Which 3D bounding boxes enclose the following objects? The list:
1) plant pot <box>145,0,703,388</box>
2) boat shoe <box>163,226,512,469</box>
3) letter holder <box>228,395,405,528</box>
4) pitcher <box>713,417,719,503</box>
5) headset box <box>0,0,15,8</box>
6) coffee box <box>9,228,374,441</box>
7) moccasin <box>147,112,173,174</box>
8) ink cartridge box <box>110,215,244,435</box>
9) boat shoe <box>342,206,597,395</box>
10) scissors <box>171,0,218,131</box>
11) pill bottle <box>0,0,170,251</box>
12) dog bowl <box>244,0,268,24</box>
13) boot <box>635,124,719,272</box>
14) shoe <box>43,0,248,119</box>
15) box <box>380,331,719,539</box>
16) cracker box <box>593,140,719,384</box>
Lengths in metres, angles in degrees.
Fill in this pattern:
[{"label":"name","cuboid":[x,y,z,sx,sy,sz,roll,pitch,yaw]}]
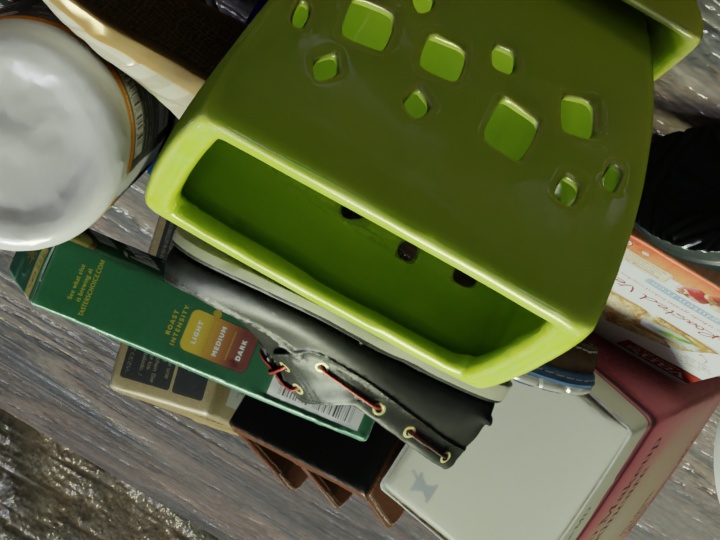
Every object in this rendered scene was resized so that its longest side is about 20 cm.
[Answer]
[{"label":"plant pot","cuboid":[0.035,-0.078,1.248,0.199,0.182,0.199,30,165,-6]},{"label":"boat shoe","cuboid":[-0.017,0.040,1.374,0.201,0.063,0.074,28,-169,-26]},{"label":"letter holder","cuboid":[0.027,0.052,1.666,0.100,0.201,0.142,25,166,22]},{"label":"pitcher","cuboid":[0.267,0.068,1.277,0.170,0.122,0.200,9,144,-13]},{"label":"headset box","cuboid":[-0.180,-0.153,1.600,0.200,0.075,0.148,38,163,-33]},{"label":"coffee box","cuboid":[-0.088,0.028,1.465,0.199,0.044,0.123,23,-177,-13]},{"label":"moccasin","cuboid":[-0.051,-0.079,1.587,0.080,0.069,0.200,21,-168,17]},{"label":"ink cartridge box","cuboid":[-0.081,0.019,1.758,0.075,0.166,0.200,16,175,15]},{"label":"boat shoe","cuboid":[0.040,-0.006,1.368,0.199,0.073,0.072,28,-177,-3]},{"label":"scissors","cuboid":[-0.088,-0.101,1.466,0.014,0.201,0.073,-19,133,10]},{"label":"pill bottle","cuboid":[-0.161,-0.084,1.415,0.116,0.117,0.200,28,-167,-1]},{"label":"dog bowl","cuboid":[0.023,-0.083,1.460,0.199,0.079,0.200,26,166,7]},{"label":"boot","cuboid":[0.244,0.004,1.366,0.197,0.074,0.163,10,155,36]},{"label":"shoe","cuboid":[-0.117,-0.126,1.320,0.053,0.070,0.200,-16,139,39]},{"label":"box","cuboid":[0.120,0.098,1.623,0.109,0.128,0.200,38,-161,16]},{"label":"cracker box","cuboid":[0.172,0.000,1.516,0.133,0.058,0.200,30,166,-9]}]
